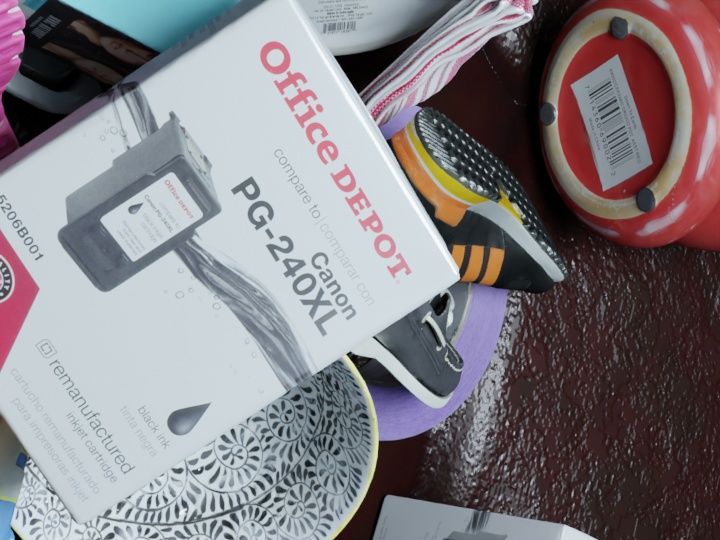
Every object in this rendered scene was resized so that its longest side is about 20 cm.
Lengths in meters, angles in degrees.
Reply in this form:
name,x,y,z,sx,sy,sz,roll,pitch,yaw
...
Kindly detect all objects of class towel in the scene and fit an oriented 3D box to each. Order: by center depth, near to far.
name,x,y,z,sx,sy,sz,roll,pitch,yaw
towel,0.060,-0.127,0.818,0.030,0.146,0.200,50,30,-2

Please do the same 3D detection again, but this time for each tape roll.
name,x,y,z,sx,sy,sz,roll,pitch,yaw
tape roll,0.000,0.000,0.905,0.198,0.065,0.203,1,89,-39

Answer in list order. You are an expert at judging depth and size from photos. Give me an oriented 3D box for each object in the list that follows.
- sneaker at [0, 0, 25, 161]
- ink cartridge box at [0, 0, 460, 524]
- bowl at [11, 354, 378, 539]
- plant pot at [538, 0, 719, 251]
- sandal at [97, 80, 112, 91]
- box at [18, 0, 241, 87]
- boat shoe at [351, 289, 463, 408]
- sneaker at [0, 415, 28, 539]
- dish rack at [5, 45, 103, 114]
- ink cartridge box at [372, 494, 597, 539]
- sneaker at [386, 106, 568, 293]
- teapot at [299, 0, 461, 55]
name,x,y,z,sx,sy,sz,roll,pitch,yaw
sneaker,-0.207,-0.079,0.677,0.088,0.201,0.081,45,52,16
ink cartridge box,-0.076,-0.012,0.646,0.199,0.083,0.146,-33,102,1
bowl,-0.094,0.068,0.784,0.198,0.095,0.203,-4,124,-7
plant pot,0.239,-0.110,1.022,0.181,0.199,0.203,-6,93,-37
sandal,-0.089,-0.074,0.785,0.075,0.048,0.202,-34,101,-30
box,-0.159,-0.144,0.681,0.198,0.082,0.050,26,74,-23
boat shoe,0.019,0.017,0.796,0.060,0.074,0.200,-45,146,4
sneaker,-0.197,0.160,0.726,0.105,0.075,0.202,28,93,-48
dish rack,-0.200,-0.189,0.751,0.199,0.043,0.174,27,73,-37
ink cartridge box,0.108,0.196,0.906,0.115,0.199,0.067,30,71,-36
sneaker,0.050,-0.024,0.871,0.200,0.090,0.071,33,27,-56
teapot,-0.015,-0.219,0.752,0.199,0.197,0.147,32,33,-41
